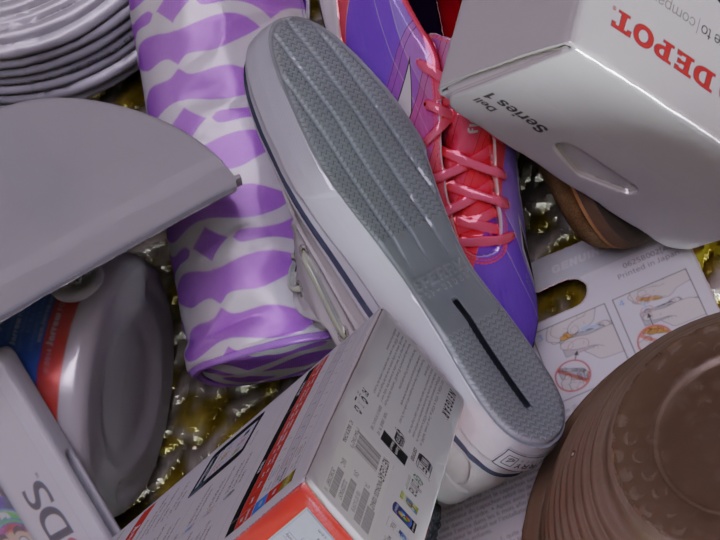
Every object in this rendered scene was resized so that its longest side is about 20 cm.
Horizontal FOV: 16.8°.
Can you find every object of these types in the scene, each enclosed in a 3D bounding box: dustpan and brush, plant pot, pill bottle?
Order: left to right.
[{"bbox_3d":[-0.188,0.039,1.027,0.198,0.112,0.113,5,71,16],"label":"pill bottle"},{"bbox_3d":[-0.143,-0.034,0.993,0.139,0.058,0.200,-30,45,-15],"label":"dustpan and brush"},{"bbox_3d":[0.148,0.083,0.882,0.199,0.093,0.202,-10,53,13],"label":"plant pot"}]

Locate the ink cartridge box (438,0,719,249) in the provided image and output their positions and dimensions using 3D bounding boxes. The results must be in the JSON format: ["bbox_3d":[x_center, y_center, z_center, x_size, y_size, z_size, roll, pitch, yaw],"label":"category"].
[{"bbox_3d":[0.130,-0.132,0.984,0.084,0.144,0.201,-15,53,52],"label":"ink cartridge box"}]

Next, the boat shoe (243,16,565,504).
[{"bbox_3d":[0.000,0.000,0.948,0.067,0.073,0.201,-39,73,36],"label":"boat shoe"}]

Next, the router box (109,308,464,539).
[{"bbox_3d":[-0.053,0.110,0.829,0.179,0.200,0.049,-41,96,15],"label":"router box"}]

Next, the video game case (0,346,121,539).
[{"bbox_3d":[-0.176,0.155,0.966,0.199,0.024,0.183,-29,97,10],"label":"video game case"}]

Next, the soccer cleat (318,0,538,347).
[{"bbox_3d":[0.035,-0.056,0.991,0.068,0.073,0.202,-9,80,-30],"label":"soccer cleat"}]

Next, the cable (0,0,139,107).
[{"bbox_3d":[-0.152,-0.172,1.121,0.198,0.069,0.202,-6,69,11],"label":"cable"}]

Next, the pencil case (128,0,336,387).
[{"bbox_3d":[-0.046,-0.051,1.025,0.085,0.084,0.202,-7,80,-11],"label":"pencil case"}]

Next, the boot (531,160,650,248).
[{"bbox_3d":[0.064,-0.087,1.052,0.075,0.073,0.201,-35,65,28],"label":"boot"}]

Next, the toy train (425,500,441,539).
[{"bbox_3d":[-0.016,0.173,0.950,0.056,0.042,0.202,16,91,14],"label":"toy train"}]

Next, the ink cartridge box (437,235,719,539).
[{"bbox_3d":[0.093,0.087,0.990,0.161,0.057,0.201,-23,46,4],"label":"ink cartridge box"}]
